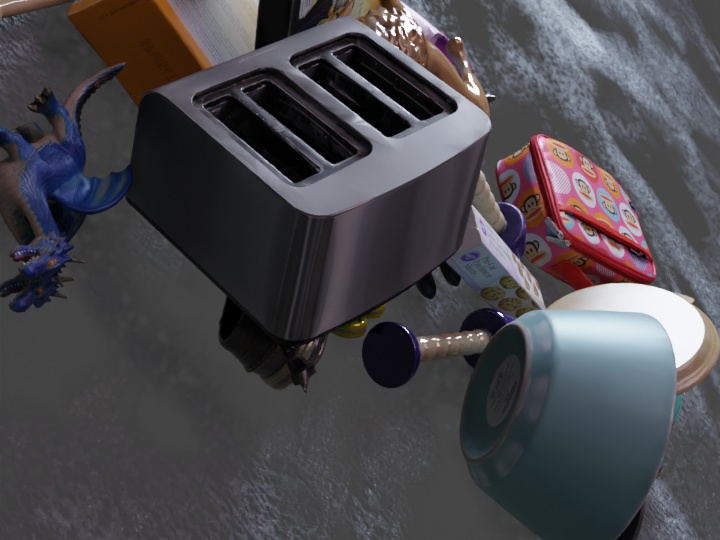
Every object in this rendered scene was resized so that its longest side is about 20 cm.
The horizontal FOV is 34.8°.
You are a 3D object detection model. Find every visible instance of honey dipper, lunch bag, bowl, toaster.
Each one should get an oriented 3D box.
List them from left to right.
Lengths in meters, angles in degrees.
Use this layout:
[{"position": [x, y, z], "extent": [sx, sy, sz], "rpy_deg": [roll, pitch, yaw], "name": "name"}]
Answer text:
[{"position": [-0.214, -0.200, 0.835], "extent": [0.038, 0.038, 0.200], "rpy_deg": [51, 29, -3], "name": "honey dipper"}, {"position": [-0.029, -0.059, 0.746], "extent": [0.180, 0.120, 0.200], "rpy_deg": [-29, 58, -36], "name": "toaster"}, {"position": [0.147, 0.112, 0.902], "extent": [0.104, 0.202, 0.202], "rpy_deg": [20, 39, -13], "name": "bowl"}, {"position": [0.245, -0.044, 1.293], "extent": [0.199, 0.082, 0.178], "rpy_deg": [22, 45, -40], "name": "lunch bag"}]

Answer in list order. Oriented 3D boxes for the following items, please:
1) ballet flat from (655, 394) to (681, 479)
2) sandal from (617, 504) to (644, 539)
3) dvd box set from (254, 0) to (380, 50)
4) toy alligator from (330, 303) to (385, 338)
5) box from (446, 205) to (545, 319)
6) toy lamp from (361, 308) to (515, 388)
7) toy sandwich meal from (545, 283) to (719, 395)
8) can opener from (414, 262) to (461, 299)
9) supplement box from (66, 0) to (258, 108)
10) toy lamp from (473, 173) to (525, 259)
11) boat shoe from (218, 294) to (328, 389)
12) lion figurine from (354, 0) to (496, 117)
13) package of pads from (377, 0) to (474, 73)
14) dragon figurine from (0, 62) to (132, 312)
[{"position": [0.262, 0.154, 1.109], "extent": [0.068, 0.072, 0.200], "rpy_deg": [45, 29, -3], "name": "ballet flat"}, {"position": [0.199, 0.144, 0.986], "extent": [0.043, 0.075, 0.203], "rpy_deg": [28, 58, -56], "name": "sandal"}, {"position": [-0.021, -0.224, 0.875], "extent": [0.029, 0.147, 0.201], "rpy_deg": [25, 48, 11], "name": "dvd box set"}, {"position": [0.000, 0.000, 0.922], "extent": [0.054, 0.060, 0.200], "rpy_deg": [15, 25, 17], "name": "toy alligator"}, {"position": [0.121, 0.001, 1.042], "extent": [0.200, 0.041, 0.039], "rpy_deg": [41, 32, -58], "name": "box"}, {"position": [0.079, 0.063, 0.961], "extent": [0.199, 0.058, 0.059], "rpy_deg": [-5, 63, -56], "name": "toy lamp"}, {"position": [0.249, 0.081, 1.104], "extent": [0.206, 0.202, 0.071], "rpy_deg": [-72, 156, -55], "name": "toy sandwich meal"}, {"position": [0.040, -0.072, 1.038], "extent": [0.078, 0.063, 0.202], "rpy_deg": [3, 56, -54], "name": "can opener"}, {"position": [-0.130, -0.212, 0.880], "extent": [0.127, 0.073, 0.201], "rpy_deg": [54, 33, -33], "name": "supplement box"}, {"position": [0.114, -0.066, 1.075], "extent": [0.200, 0.058, 0.059], "rpy_deg": [50, 20, -55], "name": "toy lamp"}, {"position": [-0.064, -0.013, 0.819], "extent": [0.073, 0.074, 0.202], "rpy_deg": [31, 36, -31], "name": "boat shoe"}, {"position": [0.054, -0.150, 0.904], "extent": [0.198, 0.073, 0.123], "rpy_deg": [23, 30, -33], "name": "lion figurine"}, {"position": [0.002, -0.225, 1.057], "extent": [0.200, 0.076, 0.120], "rpy_deg": [41, 10, 22], "name": "package of pads"}, {"position": [-0.181, -0.053, 0.707], "extent": [0.100, 0.059, 0.200], "rpy_deg": [47, 31, -11], "name": "dragon figurine"}]
